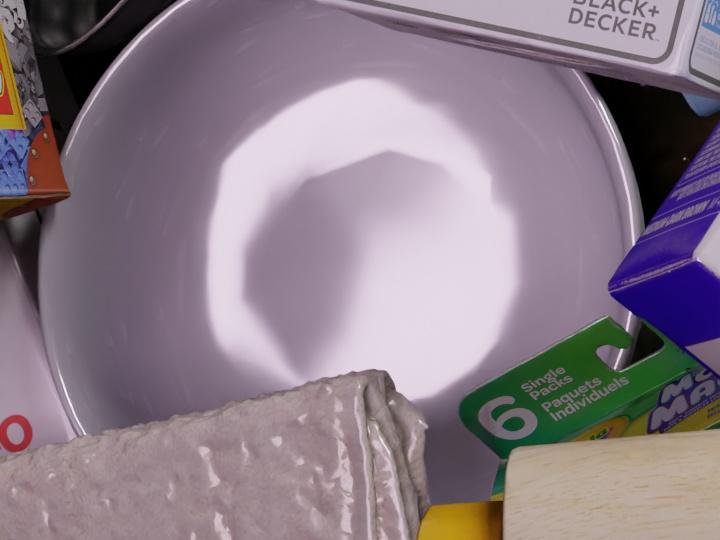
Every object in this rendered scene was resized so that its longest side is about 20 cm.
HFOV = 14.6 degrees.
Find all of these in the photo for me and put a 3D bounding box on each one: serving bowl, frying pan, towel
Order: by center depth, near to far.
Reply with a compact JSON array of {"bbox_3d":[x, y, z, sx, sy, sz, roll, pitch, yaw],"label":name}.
[{"bbox_3d":[-0.060,0.110,0.853,0.199,0.034,0.133,-13,85,28],"label":"towel"},{"bbox_3d":[0.000,0.000,0.897,0.199,0.066,0.201,-1,86,20],"label":"serving bowl"},{"bbox_3d":[-0.062,-0.151,0.940,0.115,0.031,0.191,-13,52,55],"label":"frying pan"}]

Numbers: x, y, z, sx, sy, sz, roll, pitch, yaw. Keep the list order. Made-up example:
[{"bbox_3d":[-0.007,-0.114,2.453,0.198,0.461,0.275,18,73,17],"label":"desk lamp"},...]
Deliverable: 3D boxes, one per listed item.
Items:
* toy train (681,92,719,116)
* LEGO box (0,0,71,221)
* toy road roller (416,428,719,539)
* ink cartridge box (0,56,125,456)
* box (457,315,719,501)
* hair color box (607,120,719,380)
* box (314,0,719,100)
[{"bbox_3d":[0.165,-0.134,0.816,0.199,0.056,0.151,-29,96,22],"label":"toy train"},{"bbox_3d":[-0.209,-0.068,0.912,0.199,0.077,0.150,-17,84,27],"label":"LEGO box"},{"bbox_3d":[0.090,0.128,0.718,0.122,0.146,0.201,-5,102,10],"label":"toy road roller"},{"bbox_3d":[-0.162,-0.001,0.982,0.146,0.084,0.201,-27,81,26],"label":"ink cartridge box"},{"bbox_3d":[0.123,0.092,0.789,0.117,0.048,0.200,-31,108,24],"label":"box"},{"bbox_3d":[0.165,-0.043,0.718,0.109,0.065,0.200,39,75,-8],"label":"hair color box"},{"bbox_3d":[0.069,-0.157,0.775,0.116,0.060,0.201,13,92,25],"label":"box"}]
